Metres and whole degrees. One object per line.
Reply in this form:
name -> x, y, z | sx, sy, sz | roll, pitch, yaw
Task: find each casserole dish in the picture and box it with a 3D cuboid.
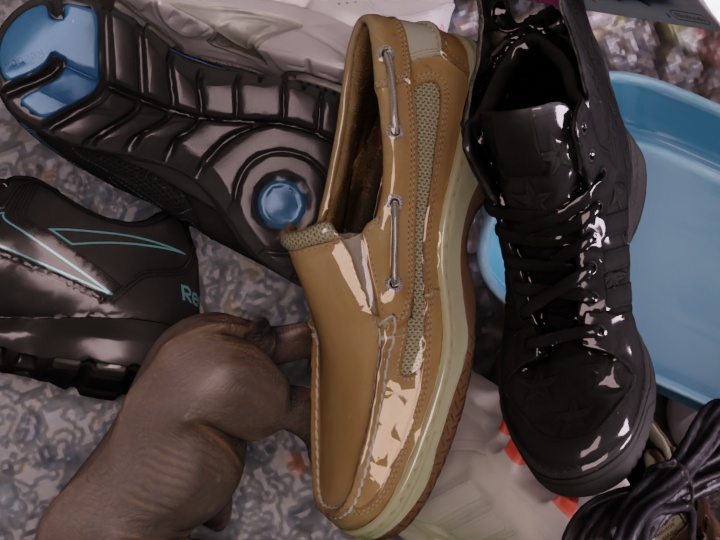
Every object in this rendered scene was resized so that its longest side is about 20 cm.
casserole dish -> 0.139, 0.000, 1.146 | 0.199, 0.039, 0.121 | 25, 67, 11

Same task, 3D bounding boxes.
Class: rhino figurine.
rhino figurine -> -0.084, 0.098, 1.167 | 0.087, 0.060, 0.200 | 21, 112, -38

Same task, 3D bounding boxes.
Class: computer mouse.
computer mouse -> 0.129, 0.159, 1.058 | 0.046, 0.140, 0.201 | 4, 110, 38

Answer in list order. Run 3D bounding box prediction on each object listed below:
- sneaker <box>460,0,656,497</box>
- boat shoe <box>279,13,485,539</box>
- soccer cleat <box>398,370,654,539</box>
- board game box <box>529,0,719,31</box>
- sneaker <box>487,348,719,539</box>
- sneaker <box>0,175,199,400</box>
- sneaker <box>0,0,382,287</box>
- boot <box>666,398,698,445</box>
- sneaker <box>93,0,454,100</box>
sneaker -> 0.068, -0.025, 1.071 | 0.060, 0.104, 0.201 | -10, 53, 21
boat shoe -> 0.000, 0.000, 1.112 | 0.076, 0.072, 0.201 | 18, 73, -34
soccer cleat -> 0.047, 0.084, 1.140 | 0.069, 0.200, 0.078 | 6, 111, -36
board game box -> 0.059, -0.184, 1.093 | 0.064, 0.147, 0.200 | -50, 118, -13
sneaker -> 0.115, 0.112, 1.181 | 0.070, 0.076, 0.200 | -35, 87, -4
sneaker -> -0.161, 0.002, 1.190 | 0.199, 0.075, 0.080 | 9, 75, -11
sneaker -> -0.057, -0.051, 1.181 | 0.199, 0.082, 0.073 | 31, 83, -8
boot -> 0.215, 0.007, 1.204 | 0.199, 0.074, 0.096 | -17, 59, 8
sneaker -> -0.052, -0.128, 1.203 | 0.199, 0.078, 0.100 | 22, 68, 0
